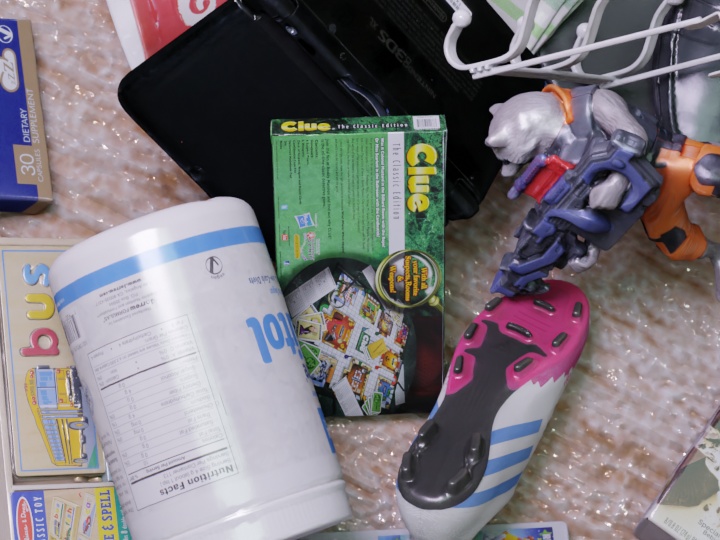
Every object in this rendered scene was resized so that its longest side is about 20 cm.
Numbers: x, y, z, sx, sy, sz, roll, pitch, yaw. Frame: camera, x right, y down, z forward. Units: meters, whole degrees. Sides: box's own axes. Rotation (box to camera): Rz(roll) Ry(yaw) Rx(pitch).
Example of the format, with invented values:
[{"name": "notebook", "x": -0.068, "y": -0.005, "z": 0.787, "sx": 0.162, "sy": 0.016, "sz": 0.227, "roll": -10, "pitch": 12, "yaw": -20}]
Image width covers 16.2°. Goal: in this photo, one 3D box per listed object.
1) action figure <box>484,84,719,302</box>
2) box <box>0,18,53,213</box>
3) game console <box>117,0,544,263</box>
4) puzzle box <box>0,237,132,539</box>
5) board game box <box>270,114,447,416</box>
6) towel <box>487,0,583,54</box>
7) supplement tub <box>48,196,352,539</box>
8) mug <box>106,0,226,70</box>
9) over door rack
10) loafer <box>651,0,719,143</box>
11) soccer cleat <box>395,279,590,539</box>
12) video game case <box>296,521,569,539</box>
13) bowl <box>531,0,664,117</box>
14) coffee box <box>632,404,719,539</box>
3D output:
[{"name": "action figure", "x": 0.154, "y": -0.050, "z": 1.507, "sx": 0.192, "sy": 0.200, "sz": 0.105, "roll": 22, "pitch": 60, "yaw": -18}, {"name": "box", "x": -0.286, "y": -0.099, "z": 1.546, "sx": 0.199, "sy": 0.032, "sz": 0.122, "roll": 0, "pitch": 75, "yaw": -36}, {"name": "game console", "x": -0.014, "y": -0.113, "z": 1.529, "sx": 0.200, "sy": 0.116, "sz": 0.177, "roll": 45, "pitch": 59, "yaw": -26}, {"name": "puzzle box", "x": -0.162, "y": 0.078, "z": 1.534, "sx": 0.132, "sy": 0.025, "sz": 0.202, "roll": -1, "pitch": 75, "yaw": -28}, {"name": "board game box", "x": 0.000, "y": 0.000, "z": 1.518, "sx": 0.104, "sy": 0.201, "sz": 0.024, "roll": 0, "pitch": 32, "yaw": 0}, {"name": "towel", "x": 0.036, "y": -0.140, "z": 1.558, "sx": 0.152, "sy": 0.023, "sz": 0.201, "roll": 33, "pitch": 96, "yaw": -25}, {"name": "supplement tub", "x": -0.094, "y": 0.070, "z": 1.483, "sx": 0.131, "sy": 0.132, "sz": 0.201, "roll": -19, "pitch": 84, "yaw": -6}, {"name": "mug", "x": -0.061, "y": -0.214, "z": 1.565, "sx": 0.198, "sy": 0.178, "sz": 0.134, "roll": -18, "pitch": 49, "yaw": -10}, {"name": "over door rack", "x": 0.170, "y": -0.140, "z": 1.474, "sx": 0.199, "sy": 0.147, "sz": 0.067, "roll": 3, "pitch": 93, "yaw": 39}, {"name": "loafer", "x": 0.220, "y": -0.162, "z": 1.563, "sx": 0.067, "sy": 0.070, "sz": 0.202, "roll": 10, "pitch": 77, "yaw": 0}, {"name": "soccer cleat", "x": 0.079, "y": 0.091, "z": 1.549, "sx": 0.069, "sy": 0.087, "sz": 0.200, "roll": 19, "pitch": 53, "yaw": 25}, {"name": "video game case", "x": 0.031, "y": 0.215, "z": 1.505, "sx": 0.198, "sy": 0.018, "sz": 0.144, "roll": -3, "pitch": 48, "yaw": -1}, {"name": "bowl", "x": 0.193, "y": -0.155, "z": 1.618, "sx": 0.199, "sy": 0.039, "sz": 0.202, "roll": 0, "pitch": 77, "yaw": -1}, {"name": "coffee box", "x": 0.269, "y": 0.106, "z": 1.536, "sx": 0.113, "sy": 0.080, "sz": 0.201, "roll": 34, "pitch": 78, "yaw": 8}]
